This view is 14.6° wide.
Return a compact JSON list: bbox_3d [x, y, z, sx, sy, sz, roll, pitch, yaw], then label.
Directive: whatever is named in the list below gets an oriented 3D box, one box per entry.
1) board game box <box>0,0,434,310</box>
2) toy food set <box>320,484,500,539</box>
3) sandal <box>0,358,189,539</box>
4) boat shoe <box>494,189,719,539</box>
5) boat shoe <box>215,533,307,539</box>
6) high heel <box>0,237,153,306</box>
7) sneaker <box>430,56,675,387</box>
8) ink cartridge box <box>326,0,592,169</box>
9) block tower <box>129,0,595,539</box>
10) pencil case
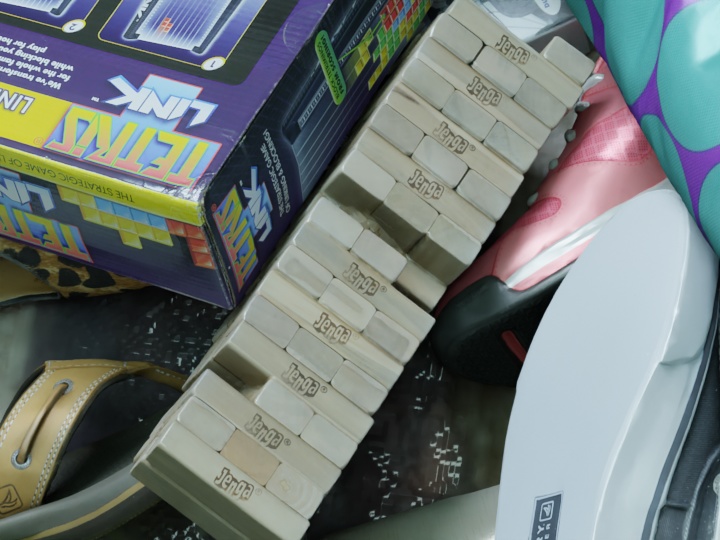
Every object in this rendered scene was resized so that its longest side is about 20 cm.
[{"bbox_3d":[-0.091,-0.088,0.941,0.199,0.057,0.166,17,58,25],"label":"board game box"},{"bbox_3d":[0.073,0.156,0.900,0.143,0.060,0.201,-16,64,10],"label":"toy food set"},{"bbox_3d":[-0.110,0.062,0.946,0.199,0.082,0.055,-24,100,10],"label":"sandal"},{"bbox_3d":[0.087,0.076,0.860,0.072,0.068,0.201,-18,54,52],"label":"boat shoe"},{"bbox_3d":[-0.048,0.152,0.912,0.062,0.073,0.202,-1,77,7],"label":"boat shoe"},{"bbox_3d":[-0.154,0.028,0.967,0.199,0.071,0.143,8,67,31],"label":"high heel"},{"bbox_3d":[0.099,-0.037,0.955,0.200,0.074,0.087,-36,55,-5],"label":"sneaker"},{"bbox_3d":[-0.027,-0.085,1.002,0.199,0.039,0.100,-25,70,3],"label":"ink cartridge box"},{"bbox_3d":[0.000,0.000,0.903,0.058,0.054,0.200,37,63,-5],"label":"block tower"},{"bbox_3d":[0.122,-0.061,0.850,0.085,0.093,0.201,-19,47,-8],"label":"pencil case"}]
